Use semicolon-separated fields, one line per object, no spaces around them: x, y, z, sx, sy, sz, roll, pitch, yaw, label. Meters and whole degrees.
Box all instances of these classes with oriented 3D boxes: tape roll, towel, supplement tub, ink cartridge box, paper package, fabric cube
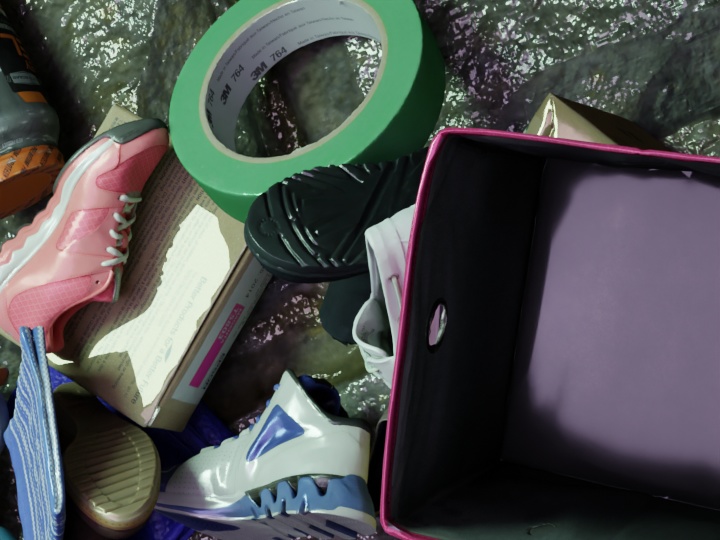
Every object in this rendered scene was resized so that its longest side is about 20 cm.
-0.039;-0.126;1.044;0.200;0.048;0.201;-14;54;19;tape roll
-0.240;0.145;1.074;0.200;0.024;0.145;116;144;-58;towel
-0.198;0.136;1.190;0.200;0.050;0.148;43;109;15;towel
-0.324;-0.146;1.186;0.122;0.122;0.201;-32;82;23;supplement tub
-0.163;-0.001;1.124;0.164;0.075;0.201;30;88;18;ink cartridge box
0.182;-0.013;0.926;0.190;0.200;0.104;41;107;17;paper package
0.143;0.038;0.729;0.199;0.199;0.197;10;97;21;fabric cube

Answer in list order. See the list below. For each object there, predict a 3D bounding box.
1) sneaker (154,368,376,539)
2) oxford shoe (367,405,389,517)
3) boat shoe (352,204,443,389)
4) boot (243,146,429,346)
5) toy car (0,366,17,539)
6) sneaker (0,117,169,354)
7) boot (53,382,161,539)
-0.062;0.137;1.082;0.199;0.081;0.116;-8;59;36;sneaker
0.059;0.096;1.057;0.071;0.073;0.201;29;105;20;oxford shoe
0.026;0.034;0.912;0.074;0.066;0.201;-117;19;-45;boat shoe
0.000;0.000;0.987;0.077;0.199;0.168;55;147;24;boot
-0.356;0.147;1.182;0.184;0.177;0.201;40;117;28;toy car
-0.194;-0.022;1.071;0.087;0.074;0.200;44;100;9;sneaker
-0.191;0.193;1.094;0.200;0.072;0.167;-137;43;-59;boot
